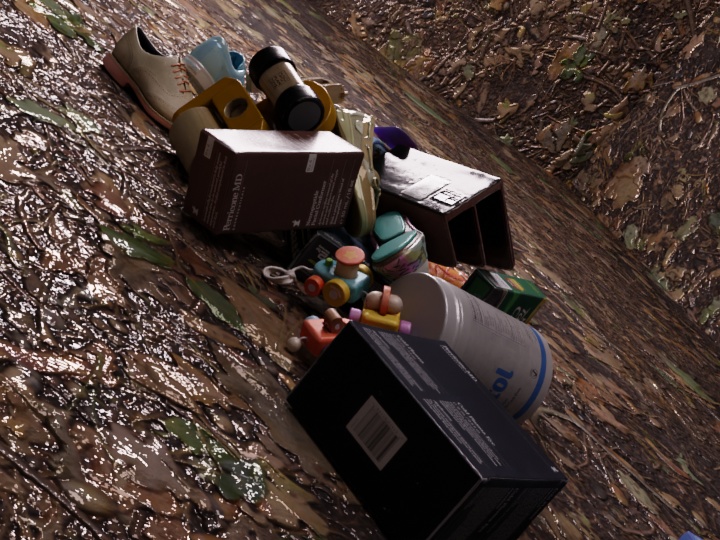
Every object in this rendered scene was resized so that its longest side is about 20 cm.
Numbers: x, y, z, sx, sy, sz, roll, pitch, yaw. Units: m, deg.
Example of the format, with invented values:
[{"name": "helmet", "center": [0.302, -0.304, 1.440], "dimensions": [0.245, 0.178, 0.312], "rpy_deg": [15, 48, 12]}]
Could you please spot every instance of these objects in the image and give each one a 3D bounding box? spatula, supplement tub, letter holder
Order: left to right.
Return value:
[{"name": "spatula", "center": [0.018, -0.200, 1.679], "dimensions": [0.056, 0.021, 0.200], "rpy_deg": [41, -3, -33]}, {"name": "letter holder", "center": [0.091, -0.059, 1.541], "dimensions": [0.199, 0.100, 0.143], "rpy_deg": [26, -41, 47]}, {"name": "supplement tub", "center": [0.115, 0.095, 1.365], "dimensions": [0.199, 0.132, 0.132], "rpy_deg": [25, 20, -39]}]

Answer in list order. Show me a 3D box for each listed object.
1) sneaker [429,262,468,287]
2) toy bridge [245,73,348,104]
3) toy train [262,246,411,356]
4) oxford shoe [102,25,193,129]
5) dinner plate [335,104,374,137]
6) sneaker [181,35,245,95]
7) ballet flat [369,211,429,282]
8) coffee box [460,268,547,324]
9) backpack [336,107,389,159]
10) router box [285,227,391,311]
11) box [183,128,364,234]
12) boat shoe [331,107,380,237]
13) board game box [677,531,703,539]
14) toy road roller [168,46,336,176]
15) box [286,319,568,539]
[{"name": "sneaker", "center": [0.088, 0.009, 1.705], "dimensions": [0.200, 0.073, 0.077], "rpy_deg": [42, 37, 25]}, {"name": "toy bridge", "center": [-0.076, -0.246, 1.606], "dimensions": [0.067, 0.027, 0.199], "rpy_deg": [-11, 19, -35]}, {"name": "toy train", "center": [-0.025, 0.027, 1.282], "dimensions": [0.149, 0.056, 0.200], "rpy_deg": [2, 29, -25]}, {"name": "oxford shoe", "center": [-0.251, -0.240, 1.559], "dimensions": [0.200, 0.074, 0.071], "rpy_deg": [42, 15, 10]}, {"name": "dinner plate", "center": [-0.025, -0.195, 1.918], "dimensions": [0.200, 0.024, 0.201], "rpy_deg": [39, -20, 17]}, {"name": "sneaker", "center": [-0.185, -0.259, 1.670], "dimensions": [0.074, 0.082, 0.200], "rpy_deg": [45, -6, 17]}, {"name": "ballet flat", "center": [0.049, -0.017, 1.408], "dimensions": [0.072, 0.069, 0.200], "rpy_deg": [63, 3, -14]}, {"name": "coffee box", "center": [0.172, 0.063, 1.612], "dimensions": [0.044, 0.123, 0.200], "rpy_deg": [44, 14, 24]}, {"name": "backpack", "center": [-0.067, -0.166, 1.658], "dimensions": [0.200, 0.135, 0.182], "rpy_deg": [39, 2, 24]}, {"name": "router box", "center": [0.000, 0.000, 1.493], "dimensions": [0.199, 0.062, 0.150], "rpy_deg": [34, 17, -19]}, {"name": "box", "center": [-0.096, -0.104, 1.363], "dimensions": [0.199, 0.101, 0.075], "rpy_deg": [-6, 30, -43]}, {"name": "boat shoe", "center": [0.002, -0.125, 1.486], "dimensions": [0.063, 0.073, 0.202], "rpy_deg": [2, 46, -15]}, {"name": "board game box", "center": [0.497, 0.434, 1.470], "dimensions": [0.199, 0.043, 0.199], "rpy_deg": [31, 19, -30]}, {"name": "toy road roller", "center": [-0.122, -0.163, 1.484], "dimensions": [0.123, 0.199, 0.146], "rpy_deg": [56, -2, 40]}, {"name": "box", "center": [0.064, 0.159, 1.112], "dimensions": [0.200, 0.104, 0.182], "rpy_deg": [49, 19, 31]}]
